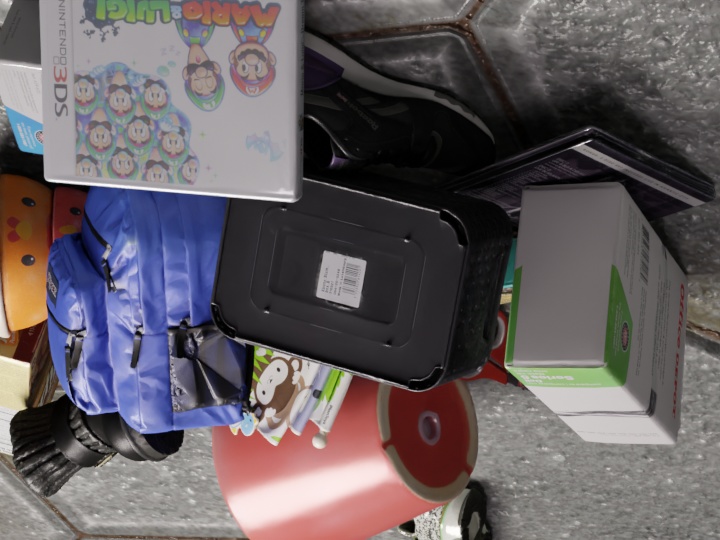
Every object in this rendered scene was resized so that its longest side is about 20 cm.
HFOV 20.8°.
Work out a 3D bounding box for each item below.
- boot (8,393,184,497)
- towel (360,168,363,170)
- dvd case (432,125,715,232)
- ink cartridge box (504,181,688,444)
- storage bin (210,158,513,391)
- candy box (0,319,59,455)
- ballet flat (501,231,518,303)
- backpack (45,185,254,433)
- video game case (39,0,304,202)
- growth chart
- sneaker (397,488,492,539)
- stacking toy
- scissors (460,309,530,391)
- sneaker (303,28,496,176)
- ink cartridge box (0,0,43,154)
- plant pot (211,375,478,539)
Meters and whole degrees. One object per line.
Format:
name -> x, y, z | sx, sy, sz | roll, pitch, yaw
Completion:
boot -> -0.238, 0.145, 1.731 | 0.157, 0.211, 0.080 | -27, 98, 4
towel -> 0.009, -0.012, 1.641 | 0.111, 0.049, 0.200 | -15, 138, 39
dvd case -> 0.149, -0.055, 1.511 | 0.148, 0.016, 0.199 | 20, 152, -40
ink cartridge box -> 0.186, 0.038, 1.510 | 0.084, 0.146, 0.200 | -2, 158, 24
storage bin -> 0.000, 0.000, 1.473 | 0.199, 0.136, 0.094 | 15, -169, 24
candy box -> -0.320, 0.082, 1.862 | 0.055, 0.116, 0.200 | 16, 148, 1
ballet flat -> 0.053, 0.004, 1.564 | 0.199, 0.071, 0.071 | -4, 145, 11
backpack -> -0.167, 0.013, 1.579 | 0.167, 0.163, 0.201 | -6, 115, -23
video game case -> -0.137, -0.147, 1.415 | 0.199, 0.024, 0.183 | 5, 106, 15
growth chart -> -0.077, 0.079, 1.700 | 0.199, 0.146, 0.018 | 19, -178, 42
sneaker -> 0.085, 0.280, 2.054 | 0.088, 0.077, 0.201 | 19, 145, 19
stacking toy -> -0.228, -0.021, 1.691 | 0.199, 0.147, 0.146 | -4, 148, -6
scissors -> 0.133, 0.097, 1.760 | 0.073, 0.014, 0.200 | -39, 133, 5
sneaker -> 0.004, -0.099, 1.470 | 0.199, 0.088, 0.076 | 23, 147, -12
ink cartridge box -> -0.171, -0.137, 1.506 | 0.199, 0.067, 0.116 | 9, 147, 11
plant pot -> -0.004, 0.151, 1.753 | 0.177, 0.201, 0.200 | -15, 137, 38
